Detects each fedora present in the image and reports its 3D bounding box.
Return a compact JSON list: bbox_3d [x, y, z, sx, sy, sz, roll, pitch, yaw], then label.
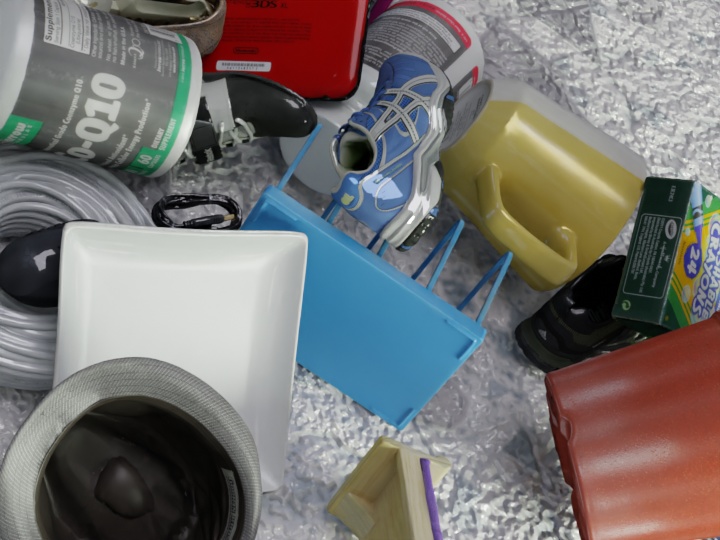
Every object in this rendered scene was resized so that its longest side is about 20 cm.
[{"bbox_3d":[-0.164,0.147,1.176,0.200,0.090,0.177,38,79,-26],"label":"fedora"}]

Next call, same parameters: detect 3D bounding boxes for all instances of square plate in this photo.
[{"bbox_3d":[-0.137,0.066,1.249,0.197,0.028,0.201,2,99,-33],"label":"square plate"}]

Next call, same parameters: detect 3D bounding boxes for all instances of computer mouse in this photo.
[{"bbox_3d":[-0.172,-0.023,1.250,0.199,0.034,0.059,-21,69,-31],"label":"computer mouse"}]

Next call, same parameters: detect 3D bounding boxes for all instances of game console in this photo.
[{"bbox_3d":[-0.071,-0.217,1.490,0.199,0.119,0.173,4,78,19],"label":"game console"}]

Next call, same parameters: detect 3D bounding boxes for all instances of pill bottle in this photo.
[{"bbox_3d":[0.017,-0.150,1.501,0.111,0.111,0.200,42,48,3],"label":"pill bottle"},{"bbox_3d":[-0.228,-0.145,1.274,0.199,0.113,0.114,13,53,-27],"label":"pill bottle"}]

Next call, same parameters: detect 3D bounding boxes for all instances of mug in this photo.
[{"bbox_3d":[0.147,-0.084,1.463,0.153,0.187,0.150,38,87,-17],"label":"mug"}]

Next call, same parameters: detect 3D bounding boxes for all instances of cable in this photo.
[{"bbox_3d":[-0.245,-0.002,1.279,0.200,0.069,0.200,43,48,3],"label":"cable"}]

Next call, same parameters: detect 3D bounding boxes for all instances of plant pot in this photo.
[{"bbox_3d":[0.256,0.132,1.363,0.194,0.201,0.202,-14,61,2],"label":"plant pot"}]

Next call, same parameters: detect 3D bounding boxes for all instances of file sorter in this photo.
[{"bbox_3d":[0.000,0.000,1.372,0.200,0.139,0.123,33,44,-5],"label":"file sorter"}]

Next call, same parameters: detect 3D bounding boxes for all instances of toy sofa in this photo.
[{"bbox_3d":[0.044,0.221,1.231,0.097,0.083,0.200,24,28,-21],"label":"toy sofa"}]

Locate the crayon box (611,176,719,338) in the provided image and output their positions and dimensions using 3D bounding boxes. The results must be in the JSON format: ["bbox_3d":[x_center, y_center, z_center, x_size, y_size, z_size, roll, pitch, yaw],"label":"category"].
[{"bbox_3d":[0.299,0.010,1.493,0.200,0.051,0.126,26,76,-51],"label":"crayon box"}]

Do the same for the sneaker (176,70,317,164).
[{"bbox_3d":[-0.134,-0.115,1.394,0.199,0.074,0.089,8,63,16],"label":"sneaker"}]

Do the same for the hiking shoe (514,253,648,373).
[{"bbox_3d":[0.230,0.025,1.504,0.200,0.101,0.076,-26,74,-39],"label":"hiking shoe"}]

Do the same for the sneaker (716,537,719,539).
[{"bbox_3d":[0.332,0.154,1.501,0.078,0.070,0.200,31,47,12],"label":"sneaker"}]

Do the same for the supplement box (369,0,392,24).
[{"bbox_3d":[-0.043,-0.325,1.596,0.199,0.103,0.101,30,48,-10],"label":"supplement box"}]

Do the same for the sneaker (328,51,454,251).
[{"bbox_3d":[0.022,-0.107,1.323,0.077,0.076,0.201,26,39,-20],"label":"sneaker"}]

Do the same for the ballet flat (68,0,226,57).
[{"bbox_3d":[-0.196,-0.214,1.368,0.199,0.067,0.068,-3,56,-35],"label":"ballet flat"}]
